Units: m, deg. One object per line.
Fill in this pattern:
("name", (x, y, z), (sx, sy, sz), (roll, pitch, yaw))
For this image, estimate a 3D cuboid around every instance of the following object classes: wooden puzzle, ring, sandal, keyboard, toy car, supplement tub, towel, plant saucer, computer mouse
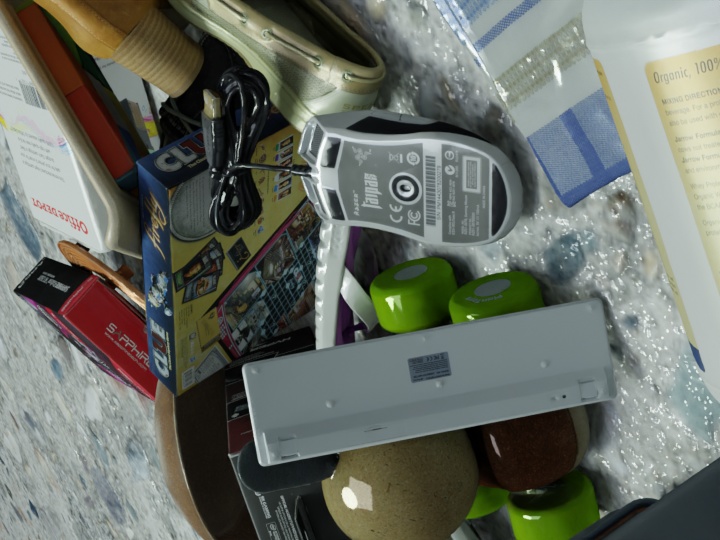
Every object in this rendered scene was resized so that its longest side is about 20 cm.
("wooden puzzle", (-0.180, -0.105, 0.927), (0.201, 0.037, 0.185), (64, -179, 4))
("ring", (-0.187, 0.037, 1.209), (0.200, 0.019, 0.201), (38, 166, 12))
("sandal", (-0.001, 0.005, 0.900), (0.050, 0.083, 0.203), (7, 134, 5))
("keyboard", (0.039, 0.060, 0.738), (0.011, 0.199, 0.057), (139, 121, -84))
("toy car", (0.020, 0.110, 0.802), (0.158, 0.200, 0.165), (11, 123, 55))
("supplement tub", (0.162, -0.060, 0.477), (0.144, 0.144, 0.201), (0, 114, 59))
("towel", (0.090, -0.139, 0.657), (0.200, 0.024, 0.147), (59, 150, 2))
("plant saucer", (-0.110, 0.129, 1.062), (0.037, 0.200, 0.201), (-12, 108, 18))
("computer mouse", (0.002, -0.058, 0.794), (0.199, 0.044, 0.110), (10, 121, 19))

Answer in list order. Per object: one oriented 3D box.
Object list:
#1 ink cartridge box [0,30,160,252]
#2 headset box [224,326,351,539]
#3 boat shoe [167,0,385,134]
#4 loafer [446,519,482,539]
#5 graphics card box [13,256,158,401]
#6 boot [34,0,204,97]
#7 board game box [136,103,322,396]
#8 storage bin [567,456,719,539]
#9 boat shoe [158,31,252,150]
("ink cartridge box", (-0.242, -0.132, 1.148), (0.145, 0.084, 0.201), (22, 132, 51))
("headset box", (-0.040, 0.150, 0.982), (0.200, 0.077, 0.149), (-107, -1, -70))
("boat shoe", (-0.061, -0.167, 0.838), (0.201, 0.073, 0.063), (51, 139, 18))
("loafer", (0.046, 0.190, 0.943), (0.200, 0.070, 0.075), (56, -179, 11))
("graphics card box", (-0.235, 0.052, 1.239), (0.125, 0.051, 0.200), (46, 166, -24))
("boot", (-0.173, -0.193, 0.888), (0.144, 0.071, 0.201), (38, -168, -25))
("board game box", (-0.085, -0.019, 0.932), (0.035, 0.135, 0.200), (40, 144, 28))
("storage bin", (0.154, 0.174, 0.658), (0.146, 0.200, 0.134), (51, 141, 19))
("boat shoe", (-0.104, -0.105, 0.956), (0.072, 0.071, 0.200), (49, 149, 23))
